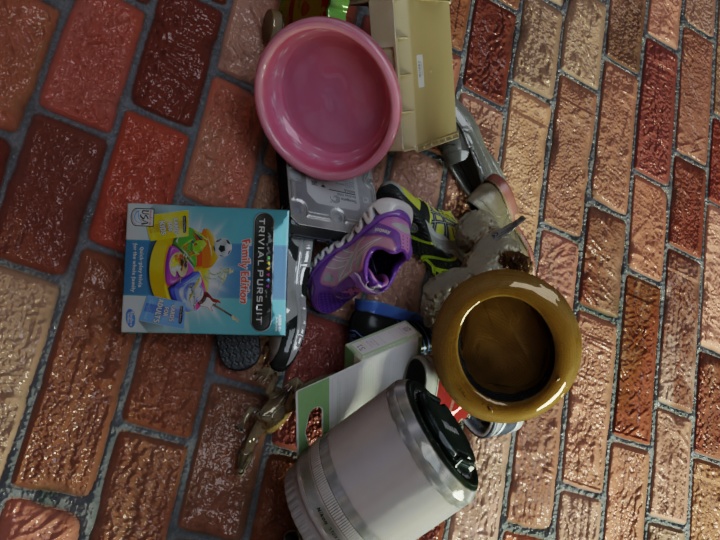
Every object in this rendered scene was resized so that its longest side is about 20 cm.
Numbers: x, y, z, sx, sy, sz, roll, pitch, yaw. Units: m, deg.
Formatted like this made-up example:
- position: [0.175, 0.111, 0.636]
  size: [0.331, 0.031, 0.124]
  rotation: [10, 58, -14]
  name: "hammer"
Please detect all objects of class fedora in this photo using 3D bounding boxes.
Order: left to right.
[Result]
- position: [0.179, 0.087, 1.002]
  size: [0.195, 0.082, 0.206]
  rotation: [1, 108, 2]
  name: "fedora"

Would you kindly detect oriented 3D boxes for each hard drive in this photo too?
- position: [-0.047, -0.132, 1.098]
  size: [0.137, 0.038, 0.205]
  rotation: [9, 58, -26]
  name: "hard drive"

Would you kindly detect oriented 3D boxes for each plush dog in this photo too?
- position: [0.199, 0.034, 1.108]
  size: [0.173, 0.158, 0.202]
  rotation: [51, 56, -35]
  name: "plush dog"

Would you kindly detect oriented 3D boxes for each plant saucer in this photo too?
- position: [-0.038, -0.217, 1.007]
  size: [0.202, 0.199, 0.051]
  rotation: [52, 33, -8]
  name: "plant saucer"

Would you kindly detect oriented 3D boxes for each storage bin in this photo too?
- position: [0.058, -0.271, 1.102]
  size: [0.198, 0.092, 0.206]
  rotation: [-30, 118, -60]
  name: "storage bin"

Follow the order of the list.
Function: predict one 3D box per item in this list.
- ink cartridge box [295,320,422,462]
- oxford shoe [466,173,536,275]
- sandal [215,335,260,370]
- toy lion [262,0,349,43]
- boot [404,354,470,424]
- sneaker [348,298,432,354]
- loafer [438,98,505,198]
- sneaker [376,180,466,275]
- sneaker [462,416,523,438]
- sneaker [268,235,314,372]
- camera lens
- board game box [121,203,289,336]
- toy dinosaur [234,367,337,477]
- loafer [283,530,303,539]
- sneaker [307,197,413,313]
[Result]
- position: [-0.009, 0.165, 1.038]
  size: [0.196, 0.048, 0.149]
  rotation: [-18, 126, -29]
  name: "ink cartridge box"
- position: [0.211, -0.043, 1.227]
  size: [0.074, 0.070, 0.203]
  rotation: [-33, 113, -18]
  name: "oxford shoe"
- position: [-0.170, 0.026, 1.027]
  size: [0.073, 0.045, 0.206]
  rotation: [-8, 94, -7]
  name: "sandal"
- position: [-0.065, -0.376, 1.069]
  size: [0.067, 0.191, 0.206]
  rotation: [3, 101, -28]
  name: "toy lion"
- position: [0.115, 0.211, 1.075]
  size: [0.141, 0.072, 0.205]
  rotation: [4, 110, -31]
  name: "boot"
- position: [0.069, 0.097, 1.134]
  size: [0.196, 0.070, 0.080]
  rotation: [15, 85, -25]
  name: "sneaker"
- position: [0.155, -0.187, 1.235]
  size: [0.202, 0.069, 0.070]
  rotation: [54, 53, -9]
  name: "loafer"
- position: [0.097, -0.064, 1.184]
  size: [0.200, 0.075, 0.077]
  rotation: [44, 51, -23]
  name: "sneaker"
- position: [0.181, 0.144, 1.164]
  size: [0.107, 0.069, 0.206]
  rotation: [-7, 85, -48]
  name: "sneaker"
- position: [-0.110, 0.032, 1.048]
  size: [0.078, 0.074, 0.205]
  rotation: [11, 66, -22]
  name: "sneaker"
- position: [0.028, 0.240, 0.940]
  size: [0.198, 0.160, 0.161]
  rotation: [-37, 99, 12]
  name: "camera lens"
- position: [-0.186, 0.001, 0.974]
  size: [0.194, 0.047, 0.155]
  rotation: [2, 84, -6]
  name: "board game box"
- position: [-0.099, 0.165, 1.013]
  size: [0.058, 0.102, 0.199]
  rotation: [36, 64, 29]
  name: "toy dinosaur"
- position: [-0.063, 0.360, 0.990]
  size: [0.196, 0.075, 0.072]
  rotation: [-12, 100, -30]
  name: "loafer"
- position: [0.000, 0.000, 1.038]
  size: [0.079, 0.200, 0.090]
  rotation: [18, 40, -37]
  name: "sneaker"
